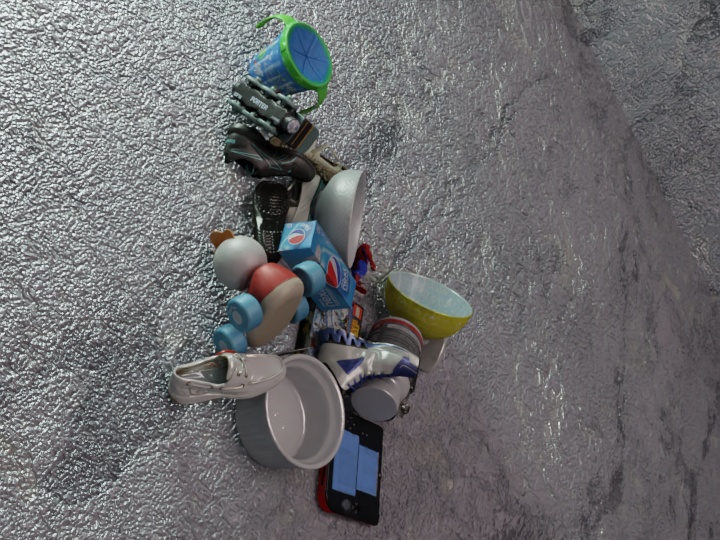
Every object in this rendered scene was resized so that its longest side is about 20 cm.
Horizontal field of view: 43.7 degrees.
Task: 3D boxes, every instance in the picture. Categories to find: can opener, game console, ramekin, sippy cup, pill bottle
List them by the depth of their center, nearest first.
[{"bbox_3d":[-0.128,0.255,1.591,0.200,0.097,0.201,24,58,-45],"label":"ramekin"},{"bbox_3d":[-0.014,0.380,1.743,0.177,0.031,0.201,30,55,-42],"label":"game console"},{"bbox_3d":[-0.147,-0.407,1.795,0.139,0.130,0.179,15,65,-49],"label":"sippy cup"},{"bbox_3d":[0.052,0.197,1.810,0.116,0.115,0.200,53,35,-24],"label":"pill bottle"},{"bbox_3d":[0.080,0.240,1.905,0.053,0.067,0.200,59,26,-24],"label":"can opener"}]

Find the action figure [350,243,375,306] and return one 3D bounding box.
[{"bbox_3d":[0.000,0.000,1.856,0.052,0.066,0.200,30,32,-13],"label":"action figure"}]

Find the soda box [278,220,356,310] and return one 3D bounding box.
[{"bbox_3d":[-0.077,-0.006,1.670,0.200,0.068,0.064,57,35,-48],"label":"soda box"}]

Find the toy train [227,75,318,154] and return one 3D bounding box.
[{"bbox_3d":[-0.167,-0.294,1.700,0.085,0.200,0.114,-53,140,-1],"label":"toy train"}]

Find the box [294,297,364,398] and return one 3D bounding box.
[{"bbox_3d":[-0.062,0.135,1.768,0.137,0.040,0.201,36,50,-37],"label":"box"}]

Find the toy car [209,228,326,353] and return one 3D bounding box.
[{"bbox_3d":[-0.201,0.017,1.579,0.184,0.177,0.200,-29,71,-39],"label":"toy car"}]

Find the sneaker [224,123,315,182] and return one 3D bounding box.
[{"bbox_3d":[-0.178,-0.207,1.733,0.199,0.075,0.080,24,70,-29],"label":"sneaker"}]

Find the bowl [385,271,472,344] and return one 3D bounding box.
[{"bbox_3d":[0.133,0.095,1.957,0.200,0.200,0.108,-3,122,-52],"label":"bowl"}]

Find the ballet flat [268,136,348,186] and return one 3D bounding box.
[{"bbox_3d":[-0.097,-0.237,1.836,0.200,0.075,0.068,31,30,-41],"label":"ballet flat"}]

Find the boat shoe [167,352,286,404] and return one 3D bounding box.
[{"bbox_3d":[-0.212,0.168,1.466,0.199,0.069,0.071,-11,54,-24],"label":"boat shoe"}]

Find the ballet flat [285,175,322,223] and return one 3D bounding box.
[{"bbox_3d":[-0.128,-0.121,1.774,0.069,0.069,0.201,45,41,-32],"label":"ballet flat"}]

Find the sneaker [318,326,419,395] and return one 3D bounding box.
[{"bbox_3d":[0.002,0.189,1.693,0.198,0.081,0.116,16,71,1],"label":"sneaker"}]

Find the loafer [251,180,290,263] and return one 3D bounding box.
[{"bbox_3d":[-0.177,-0.087,1.693,0.073,0.071,0.201,12,48,-14],"label":"loafer"}]

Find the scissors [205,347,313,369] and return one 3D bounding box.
[{"bbox_3d":[-0.179,0.155,1.558,0.199,0.073,0.014,-2,52,-38],"label":"scissors"}]

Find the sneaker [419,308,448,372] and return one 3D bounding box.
[{"bbox_3d":[0.174,0.153,2.044,0.089,0.075,0.201,59,38,-48],"label":"sneaker"}]

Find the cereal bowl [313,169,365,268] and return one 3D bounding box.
[{"bbox_3d":[-0.046,-0.107,1.806,0.200,0.083,0.201,8,90,-84],"label":"cereal bowl"}]
